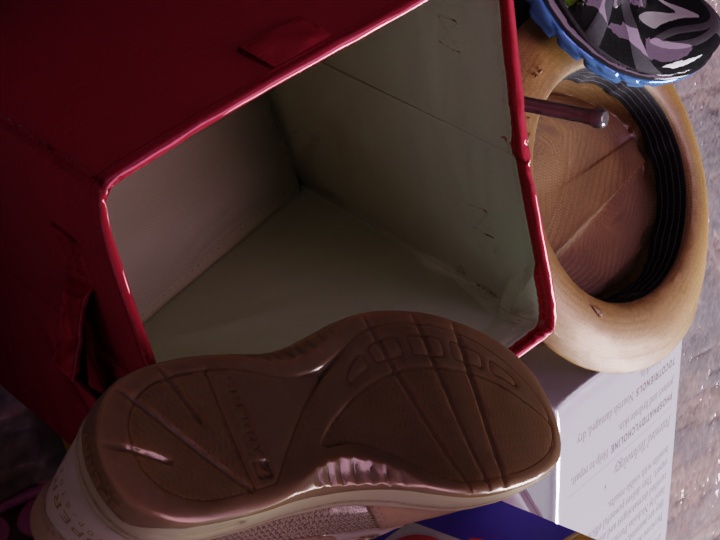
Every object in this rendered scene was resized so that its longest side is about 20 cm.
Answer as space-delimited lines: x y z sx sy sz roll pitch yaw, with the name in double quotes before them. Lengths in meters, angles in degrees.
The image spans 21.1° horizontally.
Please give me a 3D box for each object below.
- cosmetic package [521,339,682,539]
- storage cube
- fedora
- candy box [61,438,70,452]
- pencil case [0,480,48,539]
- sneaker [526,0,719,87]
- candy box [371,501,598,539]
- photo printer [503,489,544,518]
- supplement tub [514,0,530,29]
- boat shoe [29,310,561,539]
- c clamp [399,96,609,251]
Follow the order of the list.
"cosmetic package" 0.065 0.120 1.057 0.166 0.166 0.201 -30 127 -54
"storage cube" -0.057 -0.034 0.731 0.199 0.179 0.172 -32 131 -25
"fedora" 0.101 -0.037 0.992 0.200 0.081 0.202 15 70 -45
"candy box" -0.093 0.077 0.908 0.102 0.026 0.201 -55 144 -40
"pencil case" -0.113 0.181 0.855 0.200 0.090 0.094 61 14 -47
"sneaker" 0.112 -0.158 0.922 0.199 0.082 0.071 37 39 -32
"candy box" -0.032 0.139 0.699 0.169 0.199 0.077 -29 120 -32
"photo printer" 0.004 0.130 0.889 0.069 0.200 0.167 19 106 -22
"supplement tub" 0.097 -0.167 1.064 0.200 0.106 0.108 -42 135 -47
"boat shoe" -0.018 0.060 0.649 0.199 0.065 0.072 -1 60 -39
"c clamp" 0.000 0.000 0.846 0.027 0.170 0.201 22 90 -51
